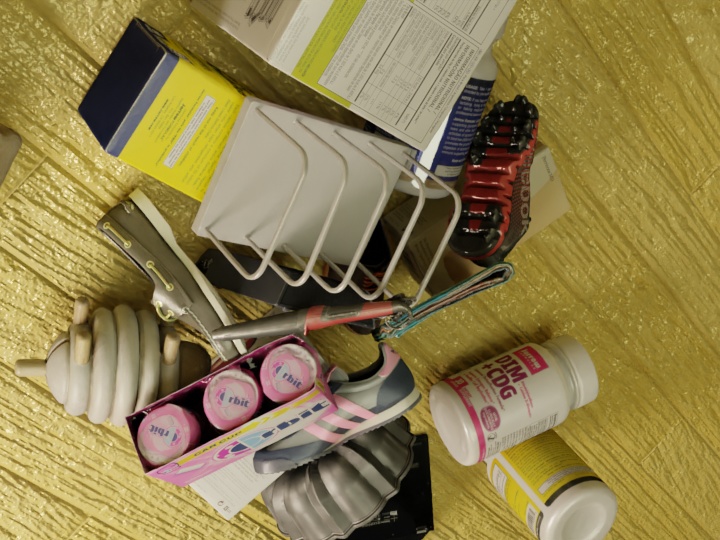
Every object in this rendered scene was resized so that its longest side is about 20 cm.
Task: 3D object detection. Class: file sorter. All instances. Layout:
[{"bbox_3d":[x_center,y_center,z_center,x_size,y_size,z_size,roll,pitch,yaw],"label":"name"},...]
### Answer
[{"bbox_3d":[-0.027,-0.056,1.073,0.199,0.125,0.139,11,112,-39],"label":"file sorter"}]

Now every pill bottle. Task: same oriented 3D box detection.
[{"bbox_3d":[0.239,0.273,1.503,0.112,0.200,0.113,-14,124,-21],"label":"pill bottle"},{"bbox_3d":[0.199,0.162,1.472,0.199,0.113,0.114,-22,126,-17],"label":"pill bottle"},{"bbox_3d":[0.077,-0.187,1.196,0.115,0.116,0.201,8,114,-32],"label":"pill bottle"}]

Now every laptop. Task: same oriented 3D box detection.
[{"bbox_3d":[-0.010,0.323,1.516,0.186,0.116,0.202,-4,91,-28],"label":"laptop"}]

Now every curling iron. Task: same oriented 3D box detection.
[{"bbox_3d":[-0.043,0.051,1.077,0.198,0.026,0.050,-9,153,4],"label":"curling iron"}]

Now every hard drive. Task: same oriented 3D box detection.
[{"bbox_3d":[-0.082,0.016,1.182,0.134,0.200,0.043,15,89,-34],"label":"hard drive"}]

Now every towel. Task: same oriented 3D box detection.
[{"bbox_3d":[0.083,0.037,1.213,0.146,0.200,0.022,-27,87,-6],"label":"towel"}]

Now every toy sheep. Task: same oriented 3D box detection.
[{"bbox_3d":[-0.253,0.096,1.174,0.198,0.138,0.139,5,116,-16],"label":"toy sheep"}]

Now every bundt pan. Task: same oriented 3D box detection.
[{"bbox_3d":[-0.038,0.216,1.325,0.202,0.202,0.076,-39,118,-3],"label":"bundt pan"}]

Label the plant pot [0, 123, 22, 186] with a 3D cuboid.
[{"bbox_3d":[-0.393,-0.073,0.971,0.200,0.200,0.184,36,85,-38],"label":"plant pot"}]

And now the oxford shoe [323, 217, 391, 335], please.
[{"bbox_3d":[0.000,0.000,1.291,0.071,0.073,0.201,-21,126,-18],"label":"oxford shoe"}]

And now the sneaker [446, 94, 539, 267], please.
[{"bbox_3d":[0.152,-0.091,1.241,0.098,0.070,0.202,48,55,-56],"label":"sneaker"}]

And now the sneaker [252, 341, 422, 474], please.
[{"bbox_3d":[-0.036,0.147,1.232,0.199,0.070,0.082,-27,101,-12],"label":"sneaker"}]

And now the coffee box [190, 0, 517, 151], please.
[{"bbox_3d":[0.000,-0.264,1.054,0.197,0.200,0.201,24,103,-37],"label":"coffee box"}]

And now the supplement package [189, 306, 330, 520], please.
[{"bbox_3d":[-0.122,0.159,1.291,0.200,0.114,0.110,-41,129,-4],"label":"supplement package"}]

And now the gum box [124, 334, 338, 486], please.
[{"bbox_3d":[-0.122,0.143,1.157,0.199,0.066,0.114,-27,161,1],"label":"gum box"}]

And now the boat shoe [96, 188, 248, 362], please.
[{"bbox_3d":[-0.187,0.014,1.138,0.060,0.202,0.072,-36,172,-9],"label":"boat shoe"}]

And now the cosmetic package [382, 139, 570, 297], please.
[{"bbox_3d":[0.137,-0.066,1.329,0.199,0.071,0.105,-35,128,-6],"label":"cosmetic package"}]

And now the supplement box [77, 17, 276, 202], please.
[{"bbox_3d":[-0.152,-0.137,1.103,0.199,0.109,0.110,28,102,-38],"label":"supplement box"}]
